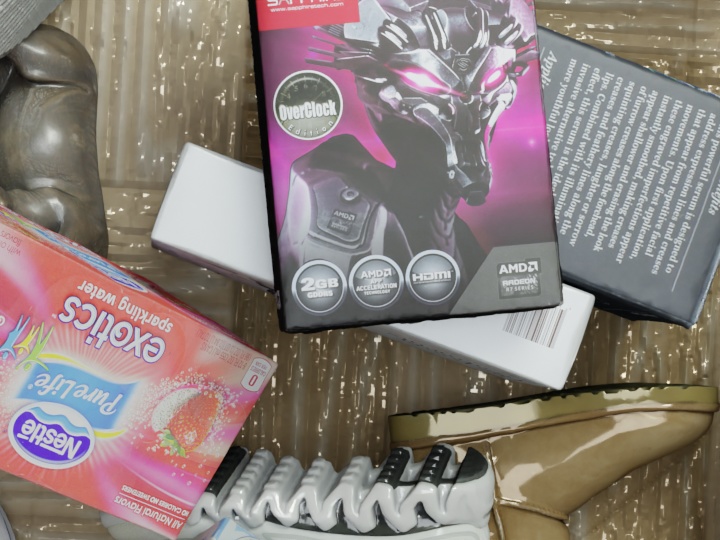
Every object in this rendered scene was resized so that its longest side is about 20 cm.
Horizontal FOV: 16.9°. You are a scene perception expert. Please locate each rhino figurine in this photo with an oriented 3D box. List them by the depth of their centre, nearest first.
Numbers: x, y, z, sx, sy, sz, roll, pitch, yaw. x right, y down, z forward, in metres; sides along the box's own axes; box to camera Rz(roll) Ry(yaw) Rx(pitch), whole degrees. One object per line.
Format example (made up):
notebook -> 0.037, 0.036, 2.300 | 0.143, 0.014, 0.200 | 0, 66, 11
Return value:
rhino figurine -> -0.159, -0.028, 1.183 | 0.087, 0.060, 0.200 | -7, 91, -48

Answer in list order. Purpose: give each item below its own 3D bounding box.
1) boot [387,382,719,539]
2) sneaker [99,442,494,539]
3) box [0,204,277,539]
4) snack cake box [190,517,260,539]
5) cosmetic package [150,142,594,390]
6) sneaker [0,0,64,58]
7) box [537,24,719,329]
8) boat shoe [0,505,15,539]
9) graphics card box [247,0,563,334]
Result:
boot -> 0.104, 0.160, 1.212 | 0.175, 0.066, 0.200 | -8, 89, 7
sneaker -> -0.032, 0.130, 1.178 | 0.200, 0.075, 0.081 | 0, 107, 18
box -> -0.150, 0.036, 1.096 | 0.200, 0.095, 0.103 | 30, 90, -44
snack cake box -> -0.020, 0.220, 1.120 | 0.200, 0.067, 0.115 | 36, 61, -8
cosmetic package -> 0.000, 0.000, 1.159 | 0.200, 0.151, 0.052 | 21, 89, -4
sneaker -> -0.170, -0.158, 1.135 | 0.082, 0.200, 0.074 | 36, 115, -2
box -> 0.073, -0.056, 1.166 | 0.200, 0.148, 0.107 | 21, 88, -5
boat shoe -> -0.224, 0.104, 1.181 | 0.073, 0.067, 0.200 | -28, 92, -4
graphics card box -> 0.017, -0.076, 1.062 | 0.125, 0.051, 0.200 | -4, 89, -6
